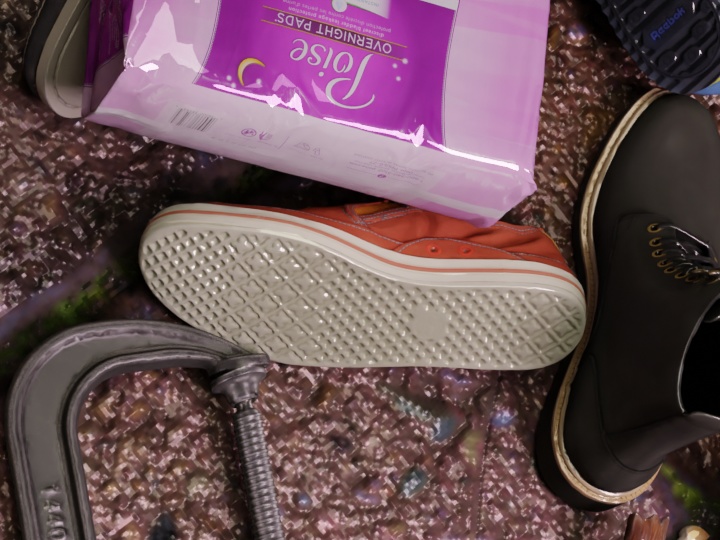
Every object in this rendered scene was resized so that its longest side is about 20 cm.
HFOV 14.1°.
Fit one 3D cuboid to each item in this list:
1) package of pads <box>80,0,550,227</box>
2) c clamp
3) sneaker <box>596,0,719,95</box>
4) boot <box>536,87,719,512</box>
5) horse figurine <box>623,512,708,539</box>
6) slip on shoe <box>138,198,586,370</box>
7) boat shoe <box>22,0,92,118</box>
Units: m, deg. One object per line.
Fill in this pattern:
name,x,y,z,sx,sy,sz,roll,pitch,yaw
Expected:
package of pads,-0.015,-0.100,1.217,0.199,0.076,0.121,14,71,-22
c clamp,-0.062,0.112,1.229,0.170,0.027,0.201,-14,83,-18
sneaker,0.132,-0.170,1.368,0.078,0.066,0.201,-15,72,-54
boot,0.149,-0.001,1.277,0.077,0.138,0.201,16,69,-16
horse figurine,0.172,0.195,1.281,0.200,0.050,0.133,38,60,-10
slip on shoe,0.000,0.000,1.266,0.199,0.074,0.061,6,38,-13
boat shoe,-0.099,-0.155,1.281,0.062,0.073,0.201,18,69,31
